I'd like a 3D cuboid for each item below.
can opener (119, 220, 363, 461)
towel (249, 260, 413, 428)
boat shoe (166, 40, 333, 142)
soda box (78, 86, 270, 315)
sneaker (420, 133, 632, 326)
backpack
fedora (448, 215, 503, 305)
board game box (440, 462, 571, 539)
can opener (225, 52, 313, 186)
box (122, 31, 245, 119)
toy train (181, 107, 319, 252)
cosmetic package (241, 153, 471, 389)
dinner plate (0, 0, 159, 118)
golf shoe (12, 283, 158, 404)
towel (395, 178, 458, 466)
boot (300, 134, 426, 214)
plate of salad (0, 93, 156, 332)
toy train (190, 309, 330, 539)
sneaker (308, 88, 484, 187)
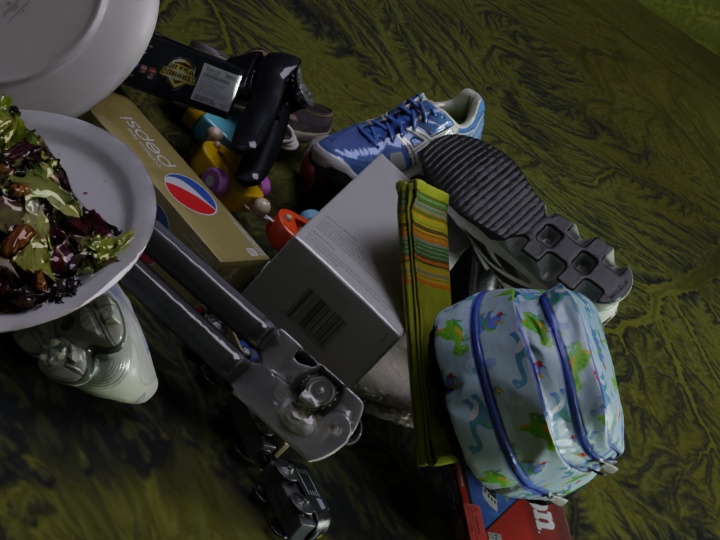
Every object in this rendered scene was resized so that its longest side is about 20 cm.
[{"bbox_3d":[-0.080,0.049,0.955,0.200,0.053,0.067,41,-7,10],"label":"can opener"},{"bbox_3d":[-0.017,0.057,1.122,0.200,0.035,0.133,19,29,-38],"label":"towel"},{"bbox_3d":[-0.091,-0.168,1.346,0.074,0.074,0.200,27,12,37],"label":"boat shoe"},{"bbox_3d":[-0.161,-0.053,1.063,0.200,0.068,0.064,48,25,20],"label":"soda box"},{"bbox_3d":[0.118,-0.021,1.135,0.074,0.089,0.200,-36,70,-26],"label":"sneaker"},{"bbox_3d":[0.114,0.079,0.984,0.200,0.153,0.164,13,66,-57],"label":"backpack"},{"bbox_3d":[0.091,0.005,1.267,0.091,0.202,0.201,6,17,16],"label":"fedora"},{"bbox_3d":[0.102,0.133,1.108,0.103,0.019,0.201,17,44,-31],"label":"board game box"},{"bbox_3d":[-0.082,-0.126,1.208,0.200,0.078,0.064,-88,166,-57],"label":"can opener"},{"bbox_3d":[-0.211,-0.187,1.172,0.159,0.046,0.200,16,9,-42],"label":"box"},{"bbox_3d":[-0.090,-0.067,1.222,0.150,0.056,0.200,26,28,-36],"label":"toy train"},{"bbox_3d":[0.000,0.000,1.089,0.108,0.085,0.200,44,28,1],"label":"cosmetic package"},{"bbox_3d":[-0.243,-0.184,1.040,0.200,0.200,0.024,54,-5,31],"label":"dinner plate"},{"bbox_3d":[-0.193,0.012,0.925,0.200,0.078,0.097,56,3,37],"label":"golf shoe"},{"bbox_3d":[0.054,0.038,1.030,0.086,0.018,0.201,9,75,-66],"label":"towel"},{"bbox_3d":[0.039,-0.048,1.330,0.199,0.073,0.144,16,28,-11],"label":"boot"},{"bbox_3d":[-0.223,-0.041,0.864,0.199,0.048,0.201,2,44,-2],"label":"plate of salad"},{"bbox_3d":[-0.068,0.100,0.967,0.046,0.034,0.200,21,29,-44],"label":"toy train"},{"bbox_3d":[0.034,-0.123,1.308,0.200,0.077,0.076,-16,45,-42],"label":"sneaker"}]
